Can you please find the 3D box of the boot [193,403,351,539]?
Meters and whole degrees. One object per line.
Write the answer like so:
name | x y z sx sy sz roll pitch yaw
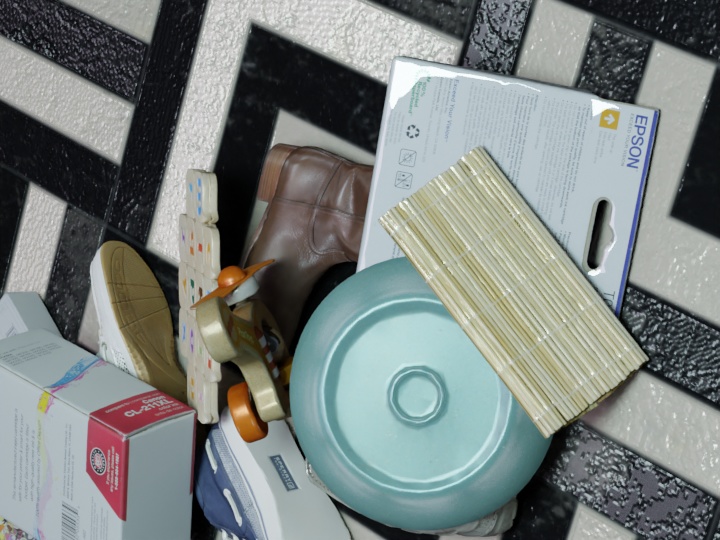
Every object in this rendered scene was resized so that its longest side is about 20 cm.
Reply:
boot | -0.073 0.205 1.805 0.090 0.072 0.201 -52 51 38

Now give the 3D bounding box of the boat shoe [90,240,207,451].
boat shoe | -0.197 0.076 1.902 0.069 0.071 0.201 -28 74 37

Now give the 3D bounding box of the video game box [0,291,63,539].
video game box | -0.308 0.153 2.021 0.182 0.047 0.201 -47 62 29

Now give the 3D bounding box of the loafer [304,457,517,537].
loafer | 0.028 0.161 1.703 0.199 0.070 0.070 7 96 41

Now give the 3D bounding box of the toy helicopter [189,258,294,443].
toy helicopter | -0.085 0.047 1.667 0.078 0.200 0.133 -18 76 9

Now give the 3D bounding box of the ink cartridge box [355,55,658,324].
ink cartridge box | 0.104 -0.043 1.626 0.199 0.043 0.198 12 101 9

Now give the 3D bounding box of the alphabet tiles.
alphabet tiles | -0.128 0.019 1.808 0.196 0.014 0.202 -160 70 -77

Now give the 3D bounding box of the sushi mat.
sushi mat | 0.109 0.015 1.583 0.200 0.095 0.012 52 165 4

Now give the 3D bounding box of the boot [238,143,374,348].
boot | 0.000 0.000 1.736 0.199 0.064 0.188 13 102 36

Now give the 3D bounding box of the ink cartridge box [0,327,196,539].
ink cartridge box | -0.235 0.153 1.858 0.199 0.083 0.147 25 121 37

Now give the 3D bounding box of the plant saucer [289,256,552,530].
plant saucer | 0.043 0.089 1.608 0.199 0.036 0.202 0 90 10
